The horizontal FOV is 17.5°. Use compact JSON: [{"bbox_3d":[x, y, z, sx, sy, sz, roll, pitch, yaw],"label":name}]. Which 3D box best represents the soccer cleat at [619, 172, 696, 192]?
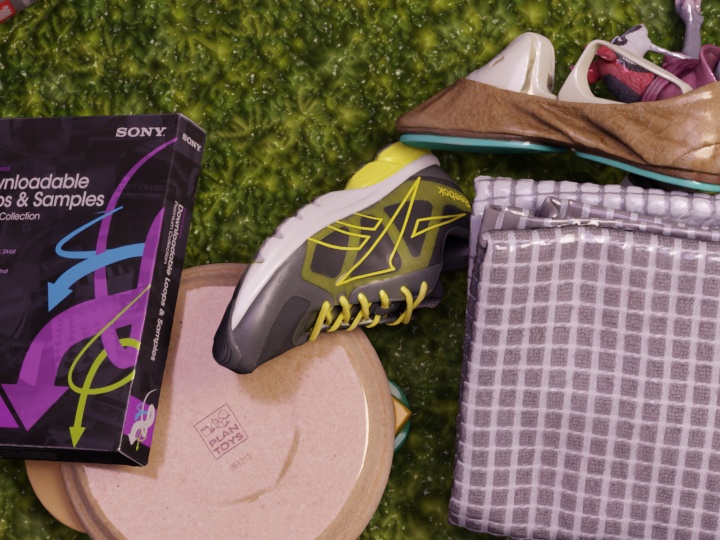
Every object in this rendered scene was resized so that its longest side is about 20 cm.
[{"bbox_3d":[0.218,0.023,1.313,0.200,0.068,0.073,34,110,3],"label":"soccer cleat"}]

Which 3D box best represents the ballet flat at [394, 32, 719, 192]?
[{"bbox_3d":[0.114,-0.091,1.270,0.200,0.068,0.072,10,94,31],"label":"ballet flat"}]

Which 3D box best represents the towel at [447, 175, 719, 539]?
[{"bbox_3d":[0.133,0.055,1.256,0.165,0.086,0.200,6,113,8],"label":"towel"}]

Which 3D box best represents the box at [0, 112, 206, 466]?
[{"bbox_3d":[-0.171,0.008,1.319,0.143,0.036,0.200,0,69,25],"label":"box"}]

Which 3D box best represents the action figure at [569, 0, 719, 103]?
[{"bbox_3d":[0.213,-0.083,1.312,0.200,0.134,0.149,13,95,3],"label":"action figure"}]

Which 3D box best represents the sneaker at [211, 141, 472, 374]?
[{"bbox_3d":[0.000,0.000,1.286,0.085,0.074,0.200,41,54,10],"label":"sneaker"}]

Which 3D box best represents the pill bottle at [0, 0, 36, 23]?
[{"bbox_3d":[-0.175,-0.233,1.361,0.200,0.114,0.114,-32,78,-2],"label":"pill bottle"}]

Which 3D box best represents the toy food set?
[{"bbox_3d":[-0.076,0.096,1.322,0.198,0.049,0.200,40,84,10],"label":"toy food set"}]
